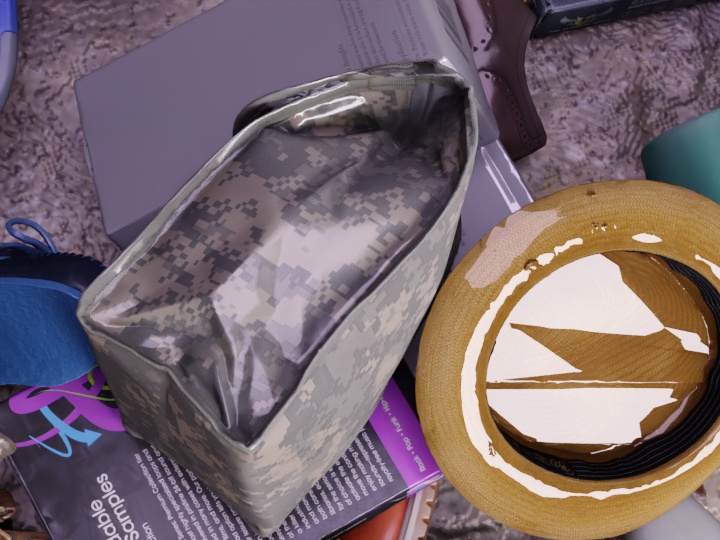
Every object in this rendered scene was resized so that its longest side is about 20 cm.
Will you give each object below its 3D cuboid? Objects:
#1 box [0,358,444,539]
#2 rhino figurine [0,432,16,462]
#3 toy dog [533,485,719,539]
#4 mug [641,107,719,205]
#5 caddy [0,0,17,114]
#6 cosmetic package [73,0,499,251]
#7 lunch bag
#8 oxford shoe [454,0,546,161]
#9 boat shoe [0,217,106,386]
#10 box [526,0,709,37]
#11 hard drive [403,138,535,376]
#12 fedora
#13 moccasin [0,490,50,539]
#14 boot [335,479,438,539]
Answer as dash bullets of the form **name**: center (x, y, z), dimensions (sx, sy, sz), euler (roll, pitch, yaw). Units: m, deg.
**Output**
- **box**: center (-0.069, 0.086, 0.912), dimensions (0.200, 0.036, 0.143), euler (-28, 74, -11)
- **rhino figurine**: center (-0.275, 0.089, 0.880), dimensions (0.200, 0.060, 0.088), euler (21, 71, 6)
- **toy dog**: center (0.161, 0.143, 0.965), dimensions (0.132, 0.096, 0.200), euler (-9, 64, -4)
- **mug**: center (0.228, -0.029, 0.950), dimensions (0.185, 0.152, 0.115), euler (-5, 77, -51)
- **caddy**: center (-0.234, -0.109, 0.949), dimensions (0.105, 0.141, 0.200), euler (12, 77, 3)
- **cosmetic package**: center (-0.042, -0.084, 0.940), dimensions (0.200, 0.081, 0.113), euler (-26, 54, 14)
- **lunch bag**: center (-0.023, 0.002, 0.836), dimensions (0.118, 0.164, 0.200), euler (37, 74, 13)
- **oxford shoe**: center (0.056, -0.154, 1.025), dimensions (0.072, 0.071, 0.200), euler (-10, 87, -16)
- **boat shoe**: center (-0.176, 0.013, 0.903), dimensions (0.084, 0.200, 0.069), euler (54, 53, -24)
- **box**: center (0.177, -0.234, 1.055), dimensions (0.200, 0.051, 0.158), euler (-12, 80, -7)
- **hard drive**: center (0.000, 0.000, 0.971), dimensions (0.200, 0.025, 0.132), euler (-31, 81, 8)
- **fedora**: center (0.110, 0.037, 0.900), dimensions (0.200, 0.082, 0.201), euler (-7, 111, -19)
- **moccasin**: center (-0.192, 0.145, 0.932), dimensions (0.201, 0.074, 0.078), euler (12, 63, 1)
- **boot**: center (-0.027, 0.158, 0.944), dimensions (0.107, 0.075, 0.200), euler (26, 78, 6)
